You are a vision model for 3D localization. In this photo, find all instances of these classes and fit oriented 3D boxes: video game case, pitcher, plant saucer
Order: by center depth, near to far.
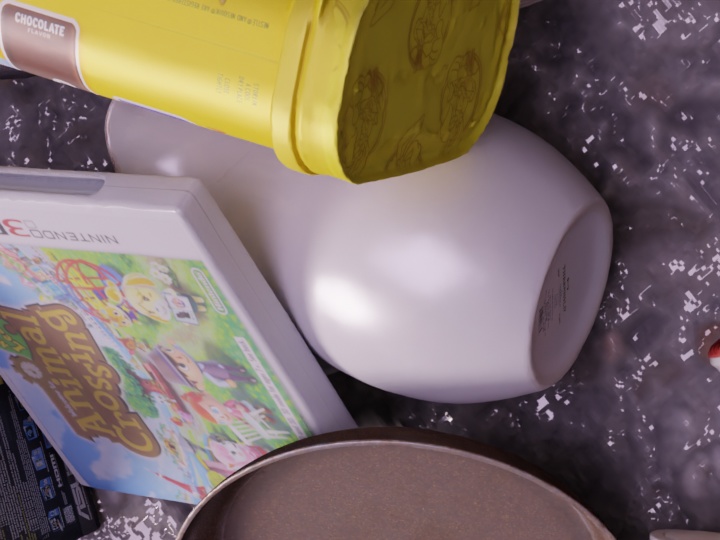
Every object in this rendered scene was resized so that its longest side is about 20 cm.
[{"bbox_3d":[0.000,0.000,1.207,0.200,0.121,0.172,18,136,23],"label":"pitcher"},{"bbox_3d":[0.020,0.130,1.207,0.200,0.032,0.200,5,135,5],"label":"plant saucer"},{"bbox_3d":[-0.095,0.032,1.214,0.182,0.022,0.200,5,140,38],"label":"video game case"}]

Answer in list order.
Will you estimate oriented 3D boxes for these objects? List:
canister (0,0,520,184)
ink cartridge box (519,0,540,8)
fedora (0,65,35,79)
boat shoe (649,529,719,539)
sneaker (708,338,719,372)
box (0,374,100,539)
[{"bbox_3d":[-0.059,-0.104,1.096,0.200,0.148,0.087,18,106,24],"label":"canister"},{"bbox_3d":[-0.004,-0.201,1.180,0.146,0.083,0.201,-3,98,25],"label":"ink cartridge box"},{"bbox_3d":[-0.163,-0.162,1.239,0.090,0.177,0.201,3,93,-5],"label":"fedora"},{"bbox_3d":[0.205,0.157,1.151,0.201,0.072,0.060,19,102,17],"label":"boat shoe"},{"bbox_3d":[0.240,0.059,1.121,0.200,0.078,0.116,-10,105,43],"label":"sneaker"},{"bbox_3d":[-0.200,0.043,1.273,0.049,0.161,0.200,-15,93,27],"label":"box"}]
